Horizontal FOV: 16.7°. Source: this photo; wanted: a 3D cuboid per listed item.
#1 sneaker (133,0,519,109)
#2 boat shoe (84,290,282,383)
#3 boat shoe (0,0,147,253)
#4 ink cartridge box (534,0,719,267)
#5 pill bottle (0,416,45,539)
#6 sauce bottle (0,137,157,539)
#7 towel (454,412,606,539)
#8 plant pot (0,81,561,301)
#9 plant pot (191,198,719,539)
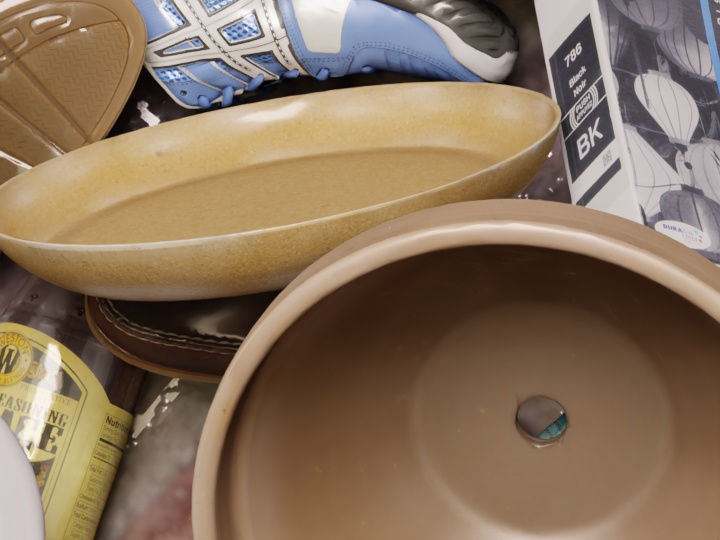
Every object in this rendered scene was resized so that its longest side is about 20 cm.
[{"bbox_3d":[-0.035,-0.097,0.950,0.199,0.076,0.077,15,98,15],"label":"sneaker"},{"bbox_3d":[0.000,0.000,0.889,0.199,0.070,0.071,-4,78,-7],"label":"boat shoe"},{"bbox_3d":[-0.157,-0.036,0.935,0.071,0.065,0.200,43,98,-7],"label":"boat shoe"},{"bbox_3d":[0.114,-0.067,0.866,0.099,0.039,0.201,13,49,-26],"label":"ink cartridge box"},{"bbox_3d":[-0.203,0.092,0.861,0.113,0.200,0.114,3,84,-35],"label":"pill bottle"},{"bbox_3d":[-0.117,0.049,0.927,0.066,0.066,0.201,14,79,12],"label":"sauce bottle"},{"bbox_3d":[0.133,0.121,0.824,0.147,0.022,0.200,-40,74,-4],"label":"towel"},{"bbox_3d":[-0.029,-0.027,0.831,0.199,0.200,0.028,-9,105,7],"label":"plant pot"},{"bbox_3d":[0.053,0.064,0.769,0.200,0.093,0.202,4,113,10],"label":"plant pot"}]
